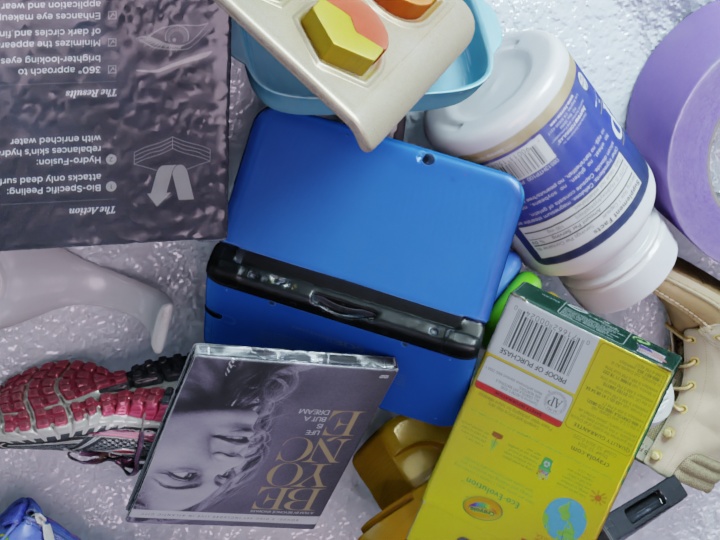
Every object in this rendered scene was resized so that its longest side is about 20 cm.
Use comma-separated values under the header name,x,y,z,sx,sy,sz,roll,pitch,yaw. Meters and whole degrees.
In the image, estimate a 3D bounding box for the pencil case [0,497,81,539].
name,x,y,z,sx,sy,sz,roll,pitch,yaw
pencil case,-0.199,0.246,1.523,0.200,0.078,0.087,35,129,-9

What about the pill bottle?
name,x,y,z,sx,sy,sz,roll,pitch,yaw
pill bottle,0.146,-0.067,1.491,0.120,0.120,0.200,-38,120,3

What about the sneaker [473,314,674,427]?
name,x,y,z,sx,sy,sz,roll,pitch,yaw
sneaker,0.142,0.069,1.552,0.199,0.082,0.074,27,68,5

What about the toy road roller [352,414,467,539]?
name,x,y,z,sx,sy,sz,roll,pitch,yaw
toy road roller,0.085,0.166,1.575,0.200,0.123,0.146,-28,80,-27

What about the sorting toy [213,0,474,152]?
name,x,y,z,sx,sy,sz,roll,pitch,yaw
sorting toy,-0.020,-0.194,1.330,0.200,0.185,0.036,46,130,-5

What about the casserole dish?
name,x,y,z,sx,sy,sz,roll,pitch,yaw
casserole dish,0.000,-0.157,1.420,0.199,0.121,0.039,-4,146,-14

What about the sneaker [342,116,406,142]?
name,x,y,z,sx,sy,sz,roll,pitch,yaw
sneaker,-0.019,-0.064,1.472,0.082,0.072,0.201,13,101,-3

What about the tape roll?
name,x,y,z,sx,sy,sz,roll,pitch,yaw
tape roll,0.309,-0.105,1.544,0.199,0.085,0.201,-7,115,-14

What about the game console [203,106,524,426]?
name,x,y,z,sx,sy,sz,roll,pitch,yaw
game console,0.000,0.000,1.449,0.199,0.119,0.171,18,147,6

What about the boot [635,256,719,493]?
name,x,y,z,sx,sy,sz,roll,pitch,yaw
boot,0.253,0.082,1.618,0.200,0.073,0.156,32,102,-30

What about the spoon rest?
name,x,y,z,sx,sy,sz,roll,pitch,yaw
spoon rest,-0.234,0.011,1.459,0.199,0.061,0.100,15,107,-8

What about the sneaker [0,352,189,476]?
name,x,y,z,sx,sy,sz,roll,pitch,yaw
sneaker,-0.183,0.114,1.482,0.199,0.081,0.075,-3,123,4

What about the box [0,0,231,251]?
name,x,y,z,sx,sy,sz,roll,pitch,yaw
box,-0.193,-0.124,1.368,0.196,0.117,0.201,-3,113,-15

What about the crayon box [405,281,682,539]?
name,x,y,z,sx,sy,sz,roll,pitch,yaw
crayon box,0.127,0.125,1.432,0.127,0.051,0.201,26,106,10

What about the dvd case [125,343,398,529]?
name,x,y,z,sx,sy,sz,roll,pitch,yaw
dvd case,-0.074,0.123,1.455,0.148,0.016,0.200,5,139,-20

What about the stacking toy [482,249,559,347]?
name,x,y,z,sx,sy,sz,roll,pitch,yaw
stacking toy,0.114,0.029,1.483,0.200,0.085,0.085,37,101,5

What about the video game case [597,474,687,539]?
name,x,y,z,sx,sy,sz,roll,pitch,yaw
video game case,0.145,0.234,1.576,0.200,0.181,0.026,-38,78,24
